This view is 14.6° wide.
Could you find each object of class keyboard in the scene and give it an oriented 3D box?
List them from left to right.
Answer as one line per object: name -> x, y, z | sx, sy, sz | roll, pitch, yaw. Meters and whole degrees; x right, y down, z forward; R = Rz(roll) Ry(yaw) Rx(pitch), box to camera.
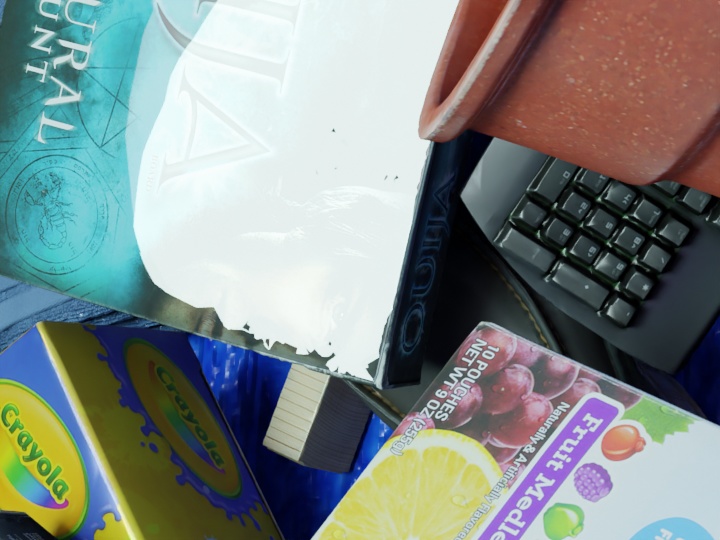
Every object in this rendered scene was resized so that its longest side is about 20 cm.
keyboard -> 0.126, -0.060, 0.706 | 0.200, 0.127, 0.021 | -57, 9, 7

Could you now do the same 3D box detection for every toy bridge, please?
toy bridge -> 0.058, 0.052, 0.777 | 0.200, 0.027, 0.067 | 22, 92, 42

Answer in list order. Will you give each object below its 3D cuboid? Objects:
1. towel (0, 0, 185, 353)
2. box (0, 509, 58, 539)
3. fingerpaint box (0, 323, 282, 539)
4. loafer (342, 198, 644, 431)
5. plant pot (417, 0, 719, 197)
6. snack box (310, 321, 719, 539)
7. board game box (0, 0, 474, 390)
towel -> -0.080, -0.074, 0.912 | 0.112, 0.049, 0.200 | -18, 68, 35
box -> -0.071, 0.181, 0.721 | 0.200, 0.046, 0.159 | 37, 105, 28
fingerpaint box -> -0.087, 0.143, 0.816 | 0.167, 0.073, 0.200 | -38, 67, 26
loafer -> 0.000, 0.000, 0.772 | 0.200, 0.072, 0.073 | 43, 112, 41
plant pot -> 0.142, -0.078, 0.602 | 0.195, 0.201, 0.201 | 25, 97, -4
snack box -> 0.064, 0.107, 0.603 | 0.200, 0.053, 0.142 | 25, 71, 41
board game box -> -0.026, -0.082, 0.730 | 0.135, 0.028, 0.200 | 15, 97, 25
